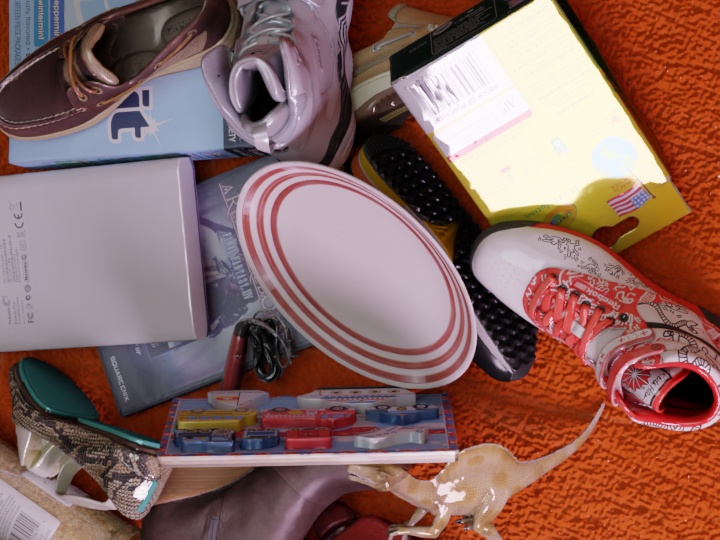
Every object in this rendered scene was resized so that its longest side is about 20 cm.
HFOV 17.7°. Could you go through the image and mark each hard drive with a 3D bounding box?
[{"bbox_3d":[-0.210,-0.010,1.713,0.199,0.025,0.132,-4,92,26],"label":"hard drive"}]

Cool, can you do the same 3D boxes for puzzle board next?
[{"bbox_3d":[-0.035,0.104,1.590,0.199,0.151,0.017,-1,103,0],"label":"puzzle board"}]

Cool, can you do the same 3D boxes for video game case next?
[{"bbox_3d":[-0.112,0.009,1.708,0.200,0.019,0.143,-21,85,17],"label":"video game case"}]

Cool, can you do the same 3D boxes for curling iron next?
[{"bbox_3d":[-0.093,0.124,1.688,0.049,0.026,0.201,23,104,17],"label":"curling iron"}]

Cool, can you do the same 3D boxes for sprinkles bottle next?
[{"bbox_3d":[-0.260,0.170,1.729,0.200,0.068,0.068,32,100,14],"label":"sprinkles bottle"}]

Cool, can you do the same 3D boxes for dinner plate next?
[{"bbox_3d":[0.000,0.000,1.597,0.200,0.200,0.024,31,56,14],"label":"dinner plate"}]

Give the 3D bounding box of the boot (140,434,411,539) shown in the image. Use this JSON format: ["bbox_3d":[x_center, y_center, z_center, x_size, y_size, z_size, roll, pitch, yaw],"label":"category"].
[{"bbox_3d":[-0.062,0.198,1.628,0.199,0.072,0.167,-1,76,19],"label":"boot"}]

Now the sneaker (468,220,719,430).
[{"bbox_3d":[0.162,0.037,1.553,0.201,0.108,0.067,27,115,-1],"label":"sneaker"}]

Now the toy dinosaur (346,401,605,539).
[{"bbox_3d":[0.086,0.154,1.598,0.058,0.199,0.101,-122,33,-43],"label":"toy dinosaur"}]

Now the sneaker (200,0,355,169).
[{"bbox_3d":[-0.056,-0.167,1.586,0.075,0.115,0.201,-8,83,22],"label":"sneaker"}]

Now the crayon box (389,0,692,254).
[{"bbox_3d":[0.124,-0.093,1.585,0.127,0.051,0.200,-29,115,14],"label":"crayon box"}]

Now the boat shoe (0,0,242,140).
[{"bbox_3d":[-0.184,-0.153,1.644,0.199,0.072,0.072,-20,80,14],"label":"boat shoe"}]

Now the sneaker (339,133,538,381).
[{"bbox_3d":[0.045,0.004,1.644,0.090,0.070,0.200,-39,84,36],"label":"sneaker"}]

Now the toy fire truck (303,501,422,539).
[{"bbox_3d":[-0.019,0.257,1.646,0.200,0.112,0.168,-39,62,13],"label":"toy fire truck"}]

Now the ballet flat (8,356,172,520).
[{"bbox_3d":[-0.208,0.128,1.675,0.200,0.068,0.075,27,97,48],"label":"ballet flat"}]

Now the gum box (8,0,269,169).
[{"bbox_3d":[-0.160,-0.165,1.700,0.199,0.045,0.171,-3,84,17],"label":"gum box"}]

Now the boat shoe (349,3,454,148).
[{"bbox_3d":[0.042,-0.157,1.636,0.200,0.072,0.076,-23,73,16],"label":"boat shoe"}]
